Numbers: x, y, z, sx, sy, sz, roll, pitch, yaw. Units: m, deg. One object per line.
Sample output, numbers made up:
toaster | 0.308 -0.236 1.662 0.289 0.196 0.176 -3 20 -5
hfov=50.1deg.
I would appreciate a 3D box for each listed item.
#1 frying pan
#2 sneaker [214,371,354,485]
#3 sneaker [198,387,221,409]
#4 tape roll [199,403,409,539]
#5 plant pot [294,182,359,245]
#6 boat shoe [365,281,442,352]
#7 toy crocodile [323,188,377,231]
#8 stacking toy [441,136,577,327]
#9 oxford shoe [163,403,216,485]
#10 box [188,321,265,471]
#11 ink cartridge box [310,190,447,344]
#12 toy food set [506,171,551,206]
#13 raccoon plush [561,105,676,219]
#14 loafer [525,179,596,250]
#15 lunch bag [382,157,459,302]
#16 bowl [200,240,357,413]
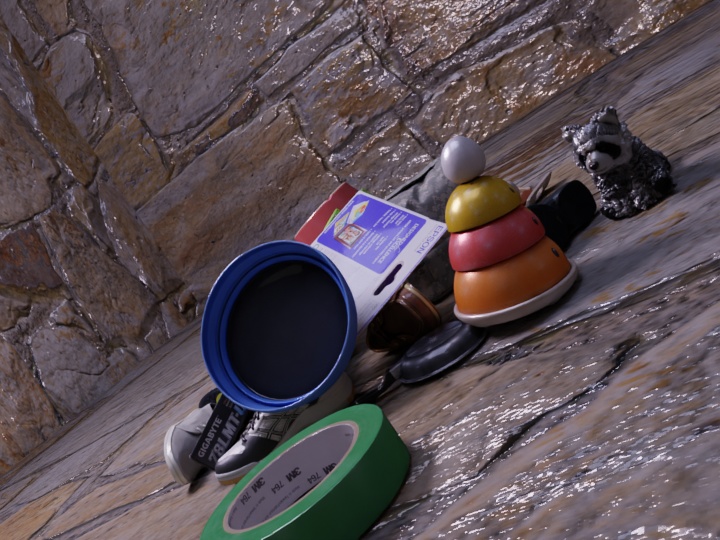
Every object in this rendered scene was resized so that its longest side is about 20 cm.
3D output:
frying pan | 0.063 0.105 0.903 0.189 0.031 0.115 -27 8 30
sneaker | -0.106 0.174 0.943 0.200 0.088 0.076 -38 10 -14
sneaker | -0.167 0.190 1.217 0.199 0.066 0.078 -31 -7 24
tape roll | -0.050 0.202 0.696 0.200 0.048 0.200 -33 8 5
plant pot | -0.012 -0.051 1.417 0.201 0.177 0.200 -47 2 3
boat shoe | 0.049 0.069 0.975 0.068 0.072 0.200 -45 -3 -16
toy crocodile | -0.033 -0.028 1.134 0.201 0.067 0.062 -61 6 15
stacking toy | 0.140 -0.052 0.850 0.145 0.201 0.146 -23 12 5
oxford shoe | -0.232 0.242 1.113 0.057 0.076 0.200 -22 8 8
box | -0.149 0.148 1.051 0.201 0.049 0.199 -64 0 7
ink cartridge box | 0.000 0.000 0.991 0.198 0.043 0.200 -49 37 -11
toy food set | 0.223 -0.139 1.363 0.199 0.061 0.143 2 27 29
raccoon plush | 0.321 -0.152 0.979 0.096 0.134 0.200 -31 9 25
loafer | 0.233 -0.050 1.008 0.199 0.073 0.072 -28 -6 -39
lunch bag | 0.107 -0.063 1.199 0.200 0.168 0.139 -37 9 -22
bowl | -0.095 0.066 0.905 0.200 0.202 0.039 -32 -25 13
